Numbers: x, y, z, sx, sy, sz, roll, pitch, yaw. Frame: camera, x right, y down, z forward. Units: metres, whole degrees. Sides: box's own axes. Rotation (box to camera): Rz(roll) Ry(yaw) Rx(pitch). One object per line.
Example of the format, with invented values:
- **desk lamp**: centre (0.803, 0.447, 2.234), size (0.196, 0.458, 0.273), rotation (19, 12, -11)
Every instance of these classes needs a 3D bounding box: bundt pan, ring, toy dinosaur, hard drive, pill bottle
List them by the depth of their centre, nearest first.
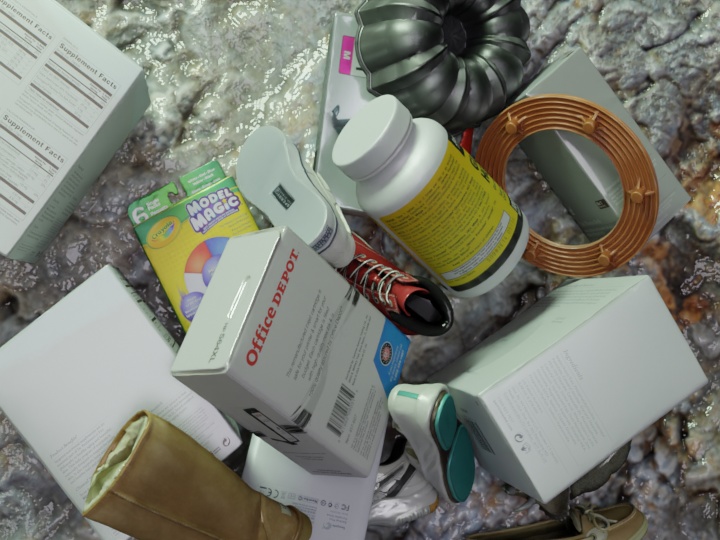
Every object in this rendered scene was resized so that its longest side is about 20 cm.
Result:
- **pill bottle**: centre (0.068, -0.074, 0.990), size (0.200, 0.112, 0.113), rotation (41, 82, -28)
- **hard drive**: centre (-0.047, 0.189, 0.996), size (0.129, 0.025, 0.204), rotation (11, 65, 3)
- **ring**: centre (0.203, -0.080, 1.023), size (0.201, 0.200, 0.019), rotation (50, 45, -5)
- **bundt pan**: centre (0.096, -0.239, 1.024), size (0.198, 0.075, 0.207), rotation (-1, 91, -31)
- **toy dinosaur**: centre (0.242, 0.197, 1.052), size (0.198, 0.102, 0.078), rotation (-33, 96, 2)

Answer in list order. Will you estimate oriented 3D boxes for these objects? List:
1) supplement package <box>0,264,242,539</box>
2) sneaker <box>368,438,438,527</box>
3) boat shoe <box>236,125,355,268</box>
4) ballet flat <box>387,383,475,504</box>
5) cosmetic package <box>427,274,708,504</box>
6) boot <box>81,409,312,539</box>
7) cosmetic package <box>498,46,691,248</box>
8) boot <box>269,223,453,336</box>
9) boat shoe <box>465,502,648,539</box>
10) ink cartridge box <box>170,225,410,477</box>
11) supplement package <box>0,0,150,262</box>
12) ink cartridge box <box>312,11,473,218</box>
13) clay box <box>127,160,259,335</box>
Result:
- **supplement package**: centre (-0.231, 0.121, 0.949), size (0.151, 0.151, 0.201), rotation (-38, 95, -8)
- **sneaker**: centre (-0.020, 0.231, 1.031), size (0.196, 0.076, 0.089), rotation (-15, 85, -20)
- **boat shoe**: centre (-0.061, -0.070, 0.989), size (0.071, 0.200, 0.070), rotation (-47, 133, 6)
- **ballet flat**: centre (0.069, 0.165, 0.990), size (0.068, 0.201, 0.071), rotation (-8, 54, 11)
- **cosmetic package**: centre (0.198, 0.109, 1.002), size (0.198, 0.199, 0.124), rotation (-35, 94, -9)
- **boot**: centre (-0.157, 0.239, 0.869), size (0.199, 0.066, 0.177), rotation (37, 78, -33)
- **cosmetic package**: centre (0.242, -0.124, 1.064), size (0.090, 0.107, 0.201), rotation (-42, 94, -9)
- **boot**: centre (0.000, 0.000, 0.998), size (0.198, 0.144, 0.073), rotation (31, 85, -7)
- **boat shoe**: centre (0.209, 0.282, 1.067), size (0.197, 0.073, 0.064), rotation (-18, 96, -3)
- **ink cartridge box**: centre (-0.057, 0.078, 0.920), size (0.200, 0.083, 0.148), rotation (43, 55, -35)
- **supplement package**: centre (-0.314, -0.135, 0.931), size (0.150, 0.152, 0.202), rotation (36, 83, -7)
- **ink cartridge box**: centre (0.042, -0.154, 1.060), size (0.170, 0.044, 0.205), rotation (7, 87, -9)
- **clay box**: centre (-0.146, -0.002, 1.015), size (0.113, 0.048, 0.203), rotation (-28, 90, -10)
